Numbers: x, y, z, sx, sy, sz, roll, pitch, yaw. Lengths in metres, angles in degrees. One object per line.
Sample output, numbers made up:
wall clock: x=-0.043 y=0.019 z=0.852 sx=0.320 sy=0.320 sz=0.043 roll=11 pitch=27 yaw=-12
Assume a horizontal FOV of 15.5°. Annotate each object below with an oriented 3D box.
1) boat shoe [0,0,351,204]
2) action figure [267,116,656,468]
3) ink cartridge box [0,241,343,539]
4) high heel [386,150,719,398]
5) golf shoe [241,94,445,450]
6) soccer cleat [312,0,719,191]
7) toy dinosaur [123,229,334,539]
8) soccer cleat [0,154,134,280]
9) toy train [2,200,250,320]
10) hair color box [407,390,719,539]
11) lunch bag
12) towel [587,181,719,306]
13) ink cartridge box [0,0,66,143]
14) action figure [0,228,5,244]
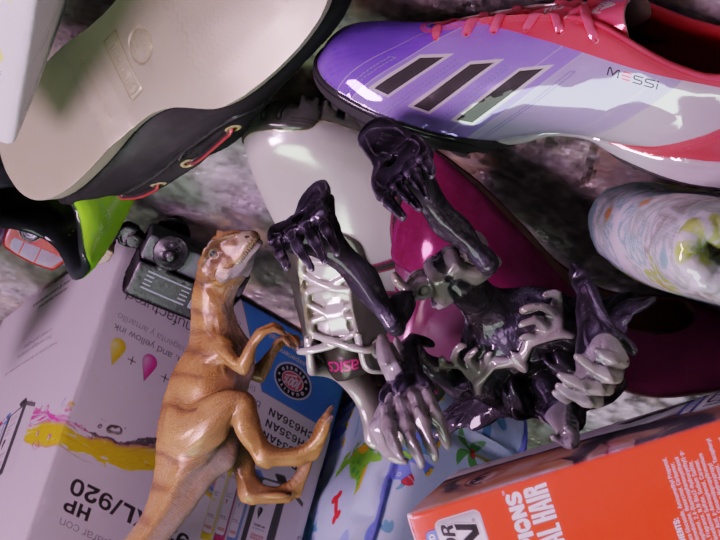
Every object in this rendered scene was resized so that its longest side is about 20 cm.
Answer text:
boat shoe: x=-0.071 y=-0.089 z=1.126 sx=0.063 sy=0.074 sz=0.201 roll=-4 pitch=159 yaw=-48
action figure: x=0.050 y=0.030 z=1.093 sx=0.119 sy=0.102 sz=0.200 roll=-31 pitch=130 yaw=22
ink cartridge box: x=-0.121 y=0.119 z=1.337 sx=0.147 sy=0.201 sz=0.145 roll=31 pitch=146 yaw=-23
high heel: x=0.108 y=0.002 z=1.191 sx=0.199 sy=0.097 sz=0.067 roll=3 pitch=-162 yaw=-25
golf shoe: x=0.000 y=0.000 z=1.206 sx=0.077 sy=0.088 sz=0.200 roll=-1 pitch=143 yaw=29
soccer cleat: x=0.079 y=-0.085 z=1.067 sx=0.199 sy=0.068 sz=0.073 roll=10 pitch=131 yaw=10
toy dinosaur: x=-0.074 y=0.082 z=1.248 sx=0.106 sy=0.201 sz=0.060 roll=19 pitch=170 yaw=-4
soccer cleat: x=-0.197 y=-0.063 z=1.201 sx=0.199 sy=0.081 sz=0.068 roll=24 pitch=148 yaw=-12
toy train: x=-0.149 y=-0.024 z=1.272 sx=0.199 sy=0.034 sz=0.046 roll=23 pitch=111 yaw=-12
hair color box: x=0.131 y=0.094 z=1.134 sx=0.199 sy=0.064 sz=0.111 roll=-19 pitch=-179 yaw=14
lunch bag: x=0.002 y=0.154 z=1.337 sx=0.082 sy=0.201 sz=0.161 roll=27 pitch=148 yaw=-16
towel: x=0.203 y=0.004 z=1.078 sx=0.199 sy=0.048 sz=0.171 roll=13 pitch=180 yaw=-8
ink cartridge box: x=-0.186 y=-0.153 z=1.051 sx=0.145 sy=0.084 sz=0.200 roll=18 pitch=149 yaw=-3
action figure: x=-0.268 y=-0.024 z=1.266 sx=0.200 sy=0.130 sz=0.069 roll=28 pitch=130 yaw=-29
